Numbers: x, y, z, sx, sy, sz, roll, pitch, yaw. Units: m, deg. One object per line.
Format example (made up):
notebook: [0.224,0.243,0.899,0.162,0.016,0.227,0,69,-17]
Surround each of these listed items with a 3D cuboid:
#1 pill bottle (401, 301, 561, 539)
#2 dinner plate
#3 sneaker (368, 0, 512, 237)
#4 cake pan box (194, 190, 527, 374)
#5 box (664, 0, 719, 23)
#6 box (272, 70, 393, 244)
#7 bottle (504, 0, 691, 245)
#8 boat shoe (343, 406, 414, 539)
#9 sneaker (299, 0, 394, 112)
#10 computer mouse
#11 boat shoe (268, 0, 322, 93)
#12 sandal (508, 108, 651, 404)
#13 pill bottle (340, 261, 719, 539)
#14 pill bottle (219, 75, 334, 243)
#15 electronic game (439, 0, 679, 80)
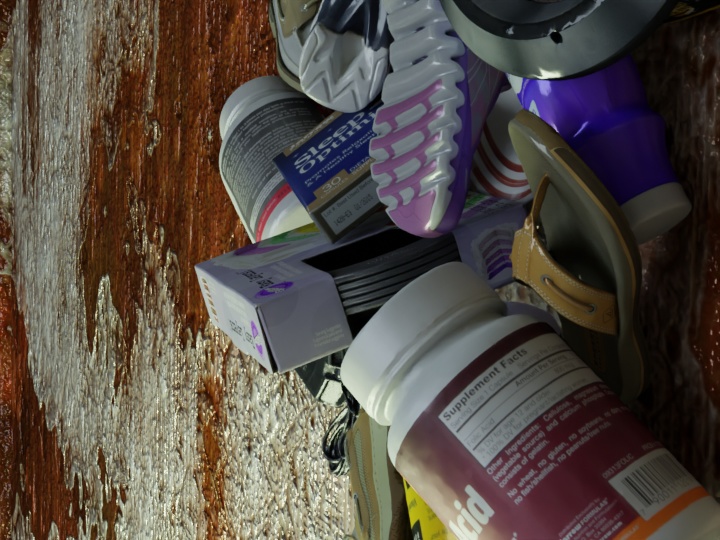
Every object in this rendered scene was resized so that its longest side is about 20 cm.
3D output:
pill bottle: [0.083,0.130,1.027,0.114,0.114,0.201,126,138,-58]
dinner plate: [0.102,-0.140,1.092,0.200,0.024,0.202,180,90,-68]
sneaker: [0.060,-0.117,1.042,0.080,0.088,0.201,-11,72,52]
cake pan box: [0.000,0.000,1.115,0.200,0.183,0.053,-152,42,-73]
box: [0.175,-0.236,0.863,0.160,0.049,0.201,171,97,-66]
box: [0.003,-0.088,1.182,0.032,0.121,0.200,52,180,-18]
bottle: [0.116,-0.109,0.953,0.084,0.065,0.201,64,180,-74]
boat shoe: [0.024,0.169,1.107,0.076,0.071,0.201,-40,34,29]
sneaker: [0.024,-0.212,1.192,0.130,0.079,0.200,-70,-1,-71]
computer mouse: [-0.027,0.057,1.410,0.200,0.052,0.139,55,143,39]
boat shoe: [-0.034,-0.200,1.373,0.200,0.074,0.069,-120,30,-53]
sandal: [0.111,0.006,0.930,0.080,0.054,0.201,42,156,46]
pill bottle: [0.087,0.098,0.916,0.200,0.114,0.114,47,141,22]
pill bottle: [-0.049,-0.072,1.368,0.200,0.110,0.111,-119,35,-50]
electronic game: [0.104,-0.196,0.875,0.199,0.041,0.201,-4,85,49]
